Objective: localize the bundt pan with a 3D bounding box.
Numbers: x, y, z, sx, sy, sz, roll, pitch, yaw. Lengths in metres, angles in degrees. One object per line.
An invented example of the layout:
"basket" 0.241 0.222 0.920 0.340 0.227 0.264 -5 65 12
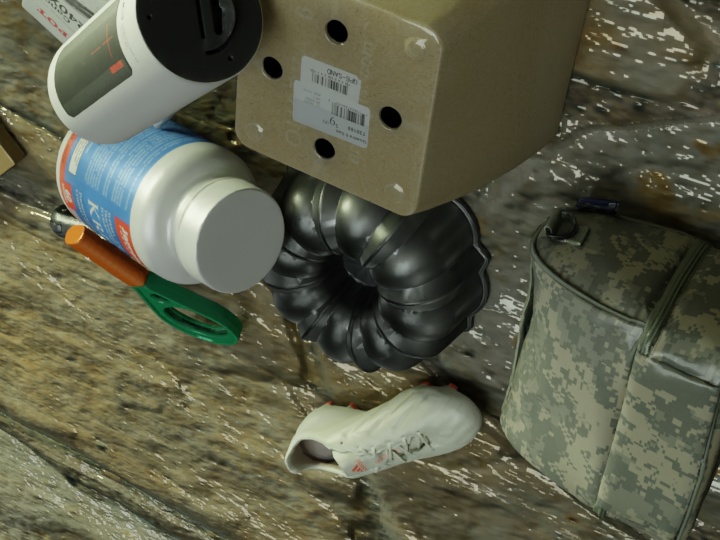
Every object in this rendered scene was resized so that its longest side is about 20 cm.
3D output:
"bundt pan" 0.000 0.000 1.074 0.199 0.076 0.204 19 133 21

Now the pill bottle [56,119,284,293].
"pill bottle" -0.149 -0.056 1.063 0.199 0.111 0.114 29 141 46

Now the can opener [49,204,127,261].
"can opener" -0.190 -0.033 1.189 0.198 0.063 0.079 19 132 23

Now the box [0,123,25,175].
"box" -0.424 -0.158 1.285 0.162 0.021 0.201 -23 108 44

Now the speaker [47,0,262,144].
"speaker" -0.133 -0.136 0.843 0.082 0.081 0.199 54 155 -13

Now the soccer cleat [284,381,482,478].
"soccer cleat" 0.019 0.148 1.174 0.198 0.078 0.070 -13 116 40

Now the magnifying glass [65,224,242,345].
"magnifying glass" -0.180 0.016 1.187 0.079 0.023 0.199 1 155 42

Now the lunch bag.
"lunch bag" 0.186 0.065 0.947 0.166 0.140 0.202 22 132 18

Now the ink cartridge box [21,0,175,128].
"ink cartridge box" -0.154 -0.203 0.964 0.145 0.084 0.200 42 157 -7

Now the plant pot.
"plant pot" 0.023 -0.155 0.862 0.198 0.177 0.202 24 133 17
